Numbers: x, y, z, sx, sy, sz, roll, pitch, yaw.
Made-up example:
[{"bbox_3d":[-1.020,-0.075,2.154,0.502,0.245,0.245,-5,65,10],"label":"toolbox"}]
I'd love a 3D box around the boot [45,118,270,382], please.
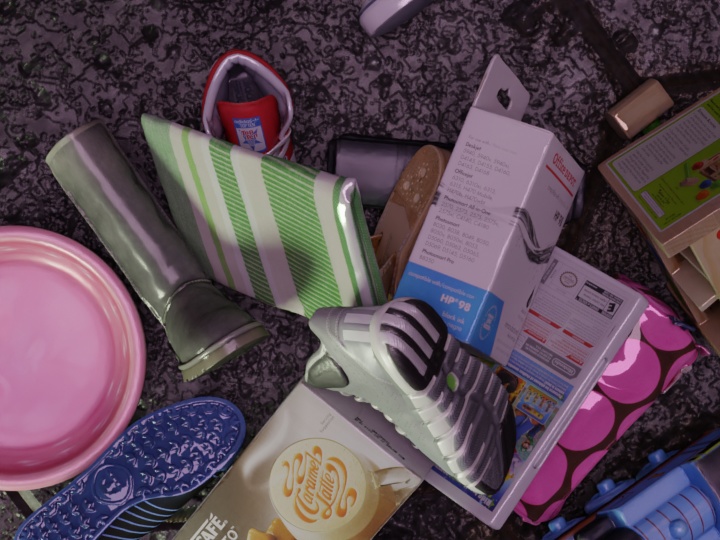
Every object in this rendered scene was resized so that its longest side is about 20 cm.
[{"bbox_3d":[-0.152,-0.020,1.348,0.072,0.182,0.200,-28,95,-18],"label":"boot"}]

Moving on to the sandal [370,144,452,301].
[{"bbox_3d":[-0.002,-0.002,1.372,0.070,0.078,0.212,17,105,-30],"label":"sandal"}]

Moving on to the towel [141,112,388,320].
[{"bbox_3d":[-0.066,-0.030,1.324,0.023,0.200,0.153,-42,135,-31],"label":"towel"}]

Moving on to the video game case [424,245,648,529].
[{"bbox_3d":[0.106,0.074,1.376,0.143,0.018,0.200,32,87,40],"label":"video game case"}]

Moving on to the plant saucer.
[{"bbox_3d":[-0.261,0.065,1.407,0.200,0.051,0.201,0,93,0],"label":"plant saucer"}]

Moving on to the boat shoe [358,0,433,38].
[{"bbox_3d":[0.064,-0.259,1.393,0.200,0.074,0.065,-43,87,-9],"label":"boat shoe"}]

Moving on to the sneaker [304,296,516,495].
[{"bbox_3d":[0.027,0.082,1.288,0.115,0.200,0.075,5,54,35],"label":"sneaker"}]

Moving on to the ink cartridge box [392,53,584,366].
[{"bbox_3d":[0.100,-0.041,1.329,0.067,0.116,0.200,21,86,21],"label":"ink cartridge box"}]

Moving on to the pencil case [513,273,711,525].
[{"bbox_3d":[0.167,0.101,1.393,0.094,0.091,0.200,42,94,-9],"label":"pencil case"}]

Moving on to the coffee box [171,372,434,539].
[{"bbox_3d":[-0.045,0.170,1.361,0.114,0.080,0.200,40,114,1],"label":"coffee box"}]

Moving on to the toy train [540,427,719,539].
[{"bbox_3d":[0.217,0.187,1.357,0.200,0.114,0.087,-29,88,-28],"label":"toy train"}]

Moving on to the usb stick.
[{"bbox_3d":[0.072,-0.070,1.412,0.200,0.033,0.056,5,89,-1],"label":"usb stick"}]

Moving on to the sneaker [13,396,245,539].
[{"bbox_3d":[-0.171,0.164,1.397,0.200,0.078,0.070,-33,79,-2],"label":"sneaker"}]

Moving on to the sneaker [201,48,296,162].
[{"bbox_3d":[-0.070,-0.070,1.371,0.071,0.112,0.200,-19,92,-3],"label":"sneaker"}]

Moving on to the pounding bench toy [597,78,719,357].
[{"bbox_3d":[0.269,-0.044,1.376,0.124,0.200,0.156,-33,123,3],"label":"pounding bench toy"}]
